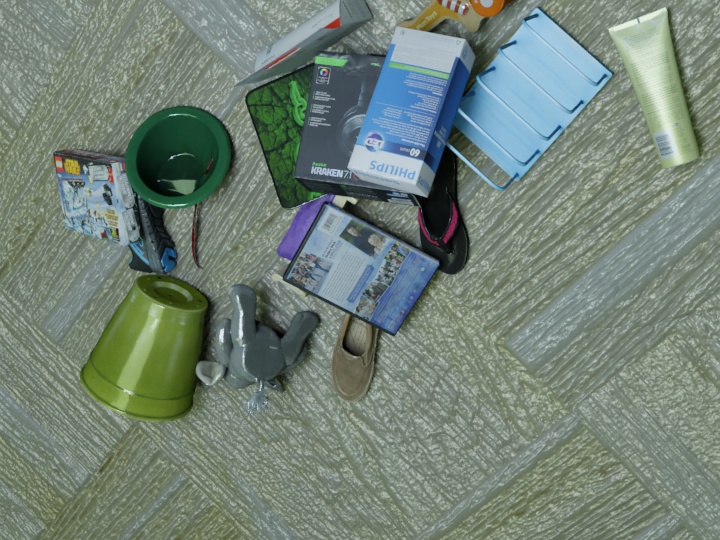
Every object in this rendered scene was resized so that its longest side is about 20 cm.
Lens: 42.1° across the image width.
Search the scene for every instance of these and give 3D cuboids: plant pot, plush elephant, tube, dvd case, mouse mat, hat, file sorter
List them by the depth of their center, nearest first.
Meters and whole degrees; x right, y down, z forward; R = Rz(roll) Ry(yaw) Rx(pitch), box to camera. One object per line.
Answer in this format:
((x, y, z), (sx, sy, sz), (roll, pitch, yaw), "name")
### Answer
((0.395, -0.236, 1.232), (0.058, 0.052, 0.201), (-22, 97, -15), "tube")
((0.214, -0.227, 1.264), (0.139, 0.123, 0.200), (42, 118, 4), "file sorter")
((-0.074, -0.206, 1.392), (0.160, 0.008, 0.201), (-22, 79, 8), "mouse mat")
((0.000, 0.000, 1.414), (0.199, 0.018, 0.143), (27, 113, -11), "dvd case")
((-0.182, 0.138, 1.550), (0.155, 0.164, 0.201), (-7, 70, 60), "plush elephant")
((-0.294, -0.148, 1.558), (0.165, 0.176, 0.201), (29, 77, 8), "hat")
((-0.349, 0.119, 1.586), (0.200, 0.200, 0.194), (27, 108, 11), "plant pot")

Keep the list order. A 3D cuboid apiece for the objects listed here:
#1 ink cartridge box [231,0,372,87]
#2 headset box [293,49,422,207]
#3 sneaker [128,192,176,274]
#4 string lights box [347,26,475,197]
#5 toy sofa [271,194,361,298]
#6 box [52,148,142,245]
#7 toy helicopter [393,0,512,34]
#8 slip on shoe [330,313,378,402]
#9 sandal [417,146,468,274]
((-0.087, -0.323, 1.309), (0.160, 0.200, 0.047), (-26, 96, 27), "ink cartridge box")
((0.014, -0.206, 1.323), (0.173, 0.093, 0.201), (10, 84, 12), "headset box")
((-0.375, -0.088, 1.580), (0.081, 0.073, 0.201), (-1, 107, 21), "sneaker")
((0.067, -0.208, 1.227), (0.102, 0.059, 0.201), (17, 85, 24), "string lights box")
((-0.071, -0.067, 1.458), (0.097, 0.083, 0.201), (34, 117, 8), "toy sofa")
((-0.443, -0.126, 1.572), (0.199, 0.040, 0.138), (15, 116, 43), "box")
((0.112, -0.375, 1.285), (0.132, 0.079, 0.200), (50, 131, -7), "toy helicopter")
((-0.009, 0.130, 1.513), (0.076, 0.061, 0.201), (23, 115, 14), "slip on shoe")
((0.116, -0.087, 1.395), (0.075, 0.045, 0.201), (-1, 107, 22), "sandal")
